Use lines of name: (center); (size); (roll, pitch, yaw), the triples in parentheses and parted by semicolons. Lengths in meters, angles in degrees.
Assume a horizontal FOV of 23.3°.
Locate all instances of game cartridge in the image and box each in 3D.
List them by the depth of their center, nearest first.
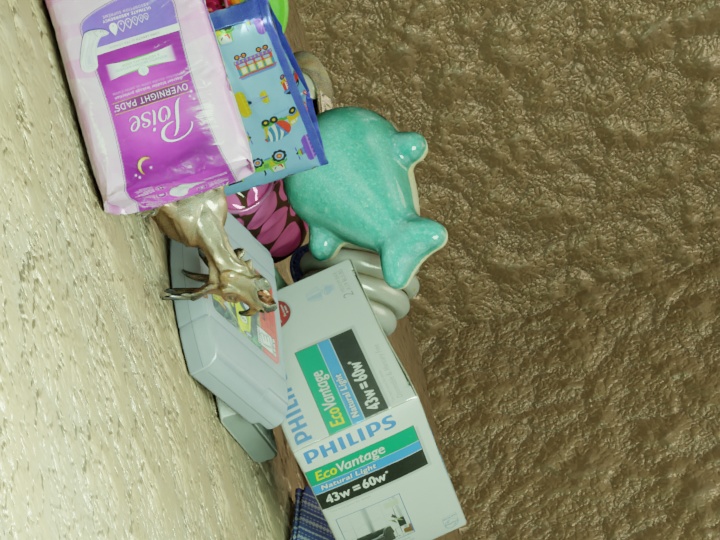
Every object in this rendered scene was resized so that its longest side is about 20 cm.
game cartridge: (-0.118, 0.028, 1.541); (0.133, 0.041, 0.201); (40, 31, -43)

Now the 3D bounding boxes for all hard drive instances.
hard drive: (-0.123, 0.064, 1.622); (0.132, 0.026, 0.201); (63, 10, -64)

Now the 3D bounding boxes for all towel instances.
towel: (-0.005, 0.281, 1.710); (0.200, 0.144, 0.024); (-87, -159, -75)

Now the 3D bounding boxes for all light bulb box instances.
light bulb box: (-0.009, 0.137, 1.639); (0.201, 0.124, 0.199); (69, -4, -45)

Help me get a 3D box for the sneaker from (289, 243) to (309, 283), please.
sneaker: (-0.021, 0.064, 1.936); (0.078, 0.070, 0.202); (-6, 79, -79)

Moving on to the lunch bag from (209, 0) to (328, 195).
lunch bag: (-0.131, -0.161, 1.576); (0.200, 0.149, 0.095); (66, 8, -57)

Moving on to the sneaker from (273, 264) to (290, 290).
sneaker: (-0.080, 0.071, 1.798); (0.200, 0.073, 0.119); (50, 19, -61)

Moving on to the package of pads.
package of pads: (-0.164, -0.153, 1.335); (0.076, 0.119, 0.202); (79, -6, -83)

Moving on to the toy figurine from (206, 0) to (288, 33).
toy figurine: (-0.155, -0.208, 1.737); (0.185, 0.149, 0.202); (-75, 159, -59)

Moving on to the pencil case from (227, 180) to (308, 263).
pencil case: (-0.110, -0.075, 1.866); (0.200, 0.093, 0.092); (54, 19, -74)

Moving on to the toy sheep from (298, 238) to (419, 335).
toy sheep: (0.000, 0.000, 1.779); (0.138, 0.137, 0.202); (58, 39, -72)

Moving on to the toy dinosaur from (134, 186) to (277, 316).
toy dinosaur: (-0.147, -0.048, 1.451); (0.136, 0.085, 0.201); (79, -13, -45)

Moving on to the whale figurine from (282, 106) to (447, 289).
whale figurine: (-0.001, -0.074, 1.668); (0.104, 0.159, 0.200); (29, 20, -50)

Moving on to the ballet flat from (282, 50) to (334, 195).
ballet flat: (-0.062, -0.151, 1.807); (0.067, 0.068, 0.202); (31, 41, -55)
